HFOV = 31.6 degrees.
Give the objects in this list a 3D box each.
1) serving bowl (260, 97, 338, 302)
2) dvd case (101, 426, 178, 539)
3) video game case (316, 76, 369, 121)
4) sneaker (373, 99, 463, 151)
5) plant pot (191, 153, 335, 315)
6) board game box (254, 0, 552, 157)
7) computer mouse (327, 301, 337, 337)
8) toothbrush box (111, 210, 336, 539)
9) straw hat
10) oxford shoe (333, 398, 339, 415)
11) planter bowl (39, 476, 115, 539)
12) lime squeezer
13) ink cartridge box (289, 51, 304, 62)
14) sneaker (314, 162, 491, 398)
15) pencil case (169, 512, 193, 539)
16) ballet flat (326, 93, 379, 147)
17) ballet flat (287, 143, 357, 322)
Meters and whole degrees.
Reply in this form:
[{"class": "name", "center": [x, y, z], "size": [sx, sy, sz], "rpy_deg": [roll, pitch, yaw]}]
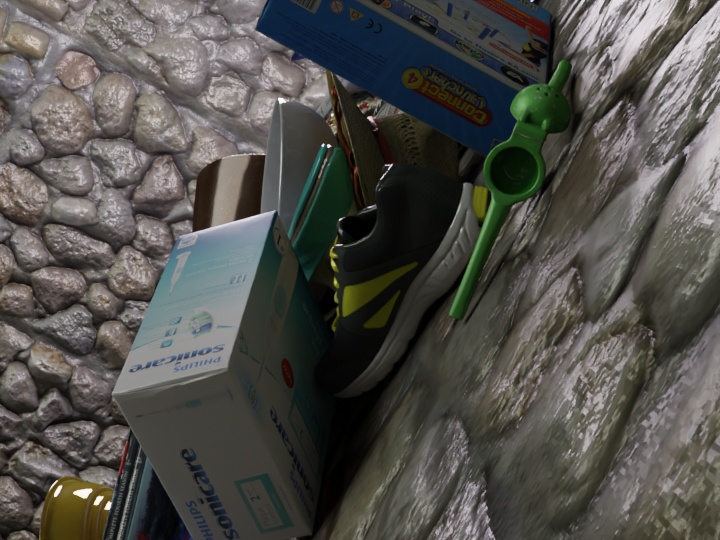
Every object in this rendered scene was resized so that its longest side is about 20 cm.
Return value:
[{"class": "serving bowl", "center": [-0.050, -0.049, 1.125], "size": [0.200, 0.066, 0.200], "rpy_deg": [-176, 90, -82]}, {"class": "dvd case", "center": [-0.159, 0.202, 0.925], "size": [0.146, 0.022, 0.200], "rpy_deg": [80, -160, -67]}, {"class": "video game case", "center": [0.038, -0.189, 1.296], "size": [0.200, 0.143, 0.018], "rpy_deg": [144, 112, -75]}, {"class": "sneaker", "center": [0.051, -0.125, 1.117], "size": [0.082, 0.078, 0.200], "rpy_deg": [-64, 8, -24]}, {"class": "plant pot", "center": [-0.095, 0.016, 1.286], "size": [0.187, 0.187, 0.200], "rpy_deg": [134, 150, -62]}, {"class": "board game box", "center": [0.041, -0.184, 0.936], "size": [0.056, 0.200, 0.196], "rpy_deg": [-58, 7, 30]}, {"class": "computer mouse", "center": [0.000, 0.000, 1.105], "size": [0.200, 0.046, 0.140], "rpy_deg": [-54, 8, 40]}, {"class": "toothbrush box", "center": [-0.084, 0.074, 0.892], "size": [0.085, 0.146, 0.200], "rpy_deg": [-14, 28, 15]}, {"class": "straw hat", "center": [0.035, -0.080, 0.992], "size": [0.201, 0.085, 0.201], "rpy_deg": [167, 90, -87]}, {"class": "oxford shoe", "center": [-0.053, 0.103, 1.069], "size": [0.070, 0.075, 0.200], "rpy_deg": [-27, 17, -11]}, {"class": "planter bowl", "center": [-0.181, 0.255, 1.048], "size": [0.083, 0.200, 0.200], "rpy_deg": [-18, 16, 7]}, {"class": "lime squeezer", "center": [0.094, -0.068, 0.767], "size": [0.200, 0.038, 0.071], "rpy_deg": [-65, 8, -25]}, {"class": "ink cartridge box", "center": [0.051, -0.233, 1.199], "size": [0.196, 0.200, 0.043], "rpy_deg": [142, 112, -71]}, {"class": "sneaker", "center": [0.011, 0.003, 0.868], "size": [0.200, 0.085, 0.074], "rpy_deg": [-56, 8, 32]}, {"class": "pencil case", "center": [-0.111, 0.216, 0.909], "size": [0.087, 0.078, 0.200], "rpy_deg": [-53, 10, 32]}, {"class": "ballet flat", "center": [0.036, -0.144, 1.232], "size": [0.200, 0.076, 0.064], "rpy_deg": [-21, 44, 50]}, {"class": "ballet flat", "center": [-0.035, -0.008, 0.993], "size": [0.067, 0.070, 0.200], "rpy_deg": [-72, 8, -58]}]
